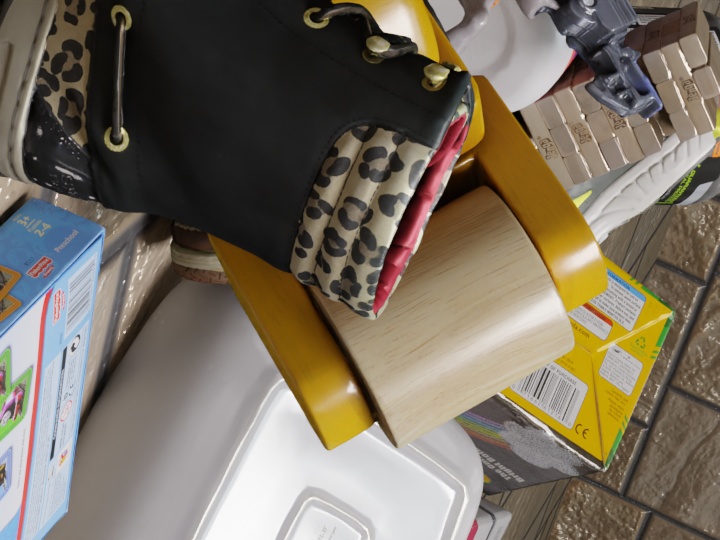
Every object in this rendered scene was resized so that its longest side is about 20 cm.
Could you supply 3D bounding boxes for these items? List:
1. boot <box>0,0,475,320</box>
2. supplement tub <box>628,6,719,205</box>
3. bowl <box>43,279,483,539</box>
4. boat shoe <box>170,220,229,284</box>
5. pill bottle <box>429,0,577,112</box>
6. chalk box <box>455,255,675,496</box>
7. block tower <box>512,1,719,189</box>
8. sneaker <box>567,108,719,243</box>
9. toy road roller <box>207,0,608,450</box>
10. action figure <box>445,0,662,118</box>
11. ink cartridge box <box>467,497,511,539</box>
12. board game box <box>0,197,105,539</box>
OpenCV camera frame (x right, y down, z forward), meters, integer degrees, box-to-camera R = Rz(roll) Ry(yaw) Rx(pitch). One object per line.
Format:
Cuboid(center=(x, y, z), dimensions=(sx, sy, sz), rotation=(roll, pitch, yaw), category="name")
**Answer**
Cuboid(center=(-0.025, -0.099, 0.654), dimensions=(0.205, 0.153, 0.073), rotation=(-68, 168, 10), category="boot")
Cuboid(center=(0.155, -0.101, 1.254), dimensions=(0.122, 0.198, 0.124), rotation=(180, -90, -70), category="supplement tub")
Cuboid(center=(-0.036, 0.121, 0.937), dimensions=(0.074, 0.199, 0.201), rotation=(8, -113, 56), category="bowl")
Cuboid(center=(-0.031, -0.062, 0.940), dimensions=(0.202, 0.074, 0.076), rotation=(-45, 133, -56), category="boat shoe")
Cuboid(center=(0.090, -0.173, 1.098), dimensions=(0.200, 0.112, 0.113), rotation=(-50, 161, -49), category="pill bottle")
Cuboid(center=(0.086, 0.060, 1.330), dimensions=(0.200, 0.124, 0.124), rotation=(-22, -144, 62), category="chalk box")
Cuboid(center=(0.097, -0.074, 1.090), dimensions=(0.054, 0.199, 0.058), rotation=(62, 21, -18), category="block tower")
Cuboid(center=(0.111, -0.048, 1.162), dimensions=(0.200, 0.085, 0.074), rotation=(-39, 178, 9), category="sneaker")
Cuboid(center=(-0.007, -0.050, 0.751), dimensions=(0.122, 0.201, 0.146), rotation=(-29, 153, -5), category="toy road roller")
Cuboid(center=(0.088, -0.161, 0.934), dimensions=(0.193, 0.201, 0.104), rotation=(-35, 180, -43), category="action figure")
Cuboid(center=(0.004, 0.159, 1.284), dimensions=(0.085, 0.144, 0.200), rotation=(-64, 168, 1), category="ink cartridge box")
Cuboid(center=(-0.160, 0.088, 0.714), dimensions=(0.200, 0.036, 0.152), rotation=(-53, 162, -49), category="board game box")
